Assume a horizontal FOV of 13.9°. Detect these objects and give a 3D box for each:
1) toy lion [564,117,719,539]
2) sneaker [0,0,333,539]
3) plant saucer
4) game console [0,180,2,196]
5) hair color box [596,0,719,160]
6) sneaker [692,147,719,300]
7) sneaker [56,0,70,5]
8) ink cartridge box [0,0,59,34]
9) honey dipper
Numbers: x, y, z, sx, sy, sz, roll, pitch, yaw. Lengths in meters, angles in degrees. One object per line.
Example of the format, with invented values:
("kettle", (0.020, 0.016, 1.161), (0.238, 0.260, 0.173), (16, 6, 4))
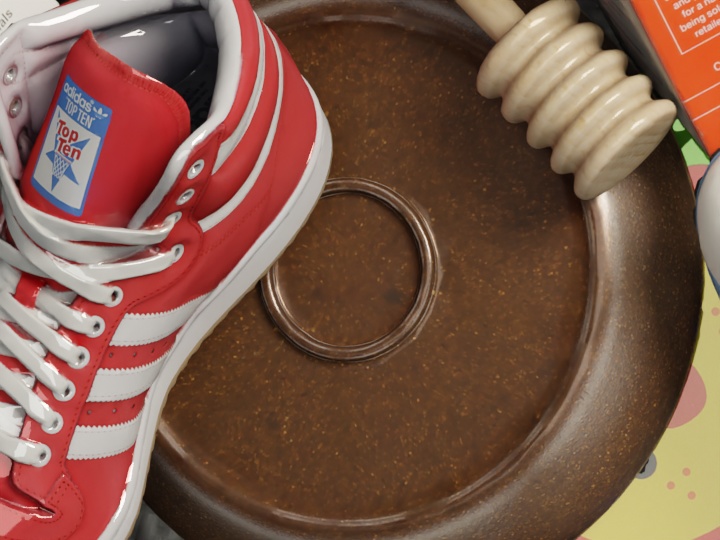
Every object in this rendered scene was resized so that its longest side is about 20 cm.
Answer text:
("toy lion", (0.116, 0.016, 0.880), (0.191, 0.069, 0.201), (21, 93, 8))
("sneaker", (-0.081, 0.009, 0.785), (0.071, 0.113, 0.200), (26, 75, 19))
("plant saucer", (0.000, 0.000, 0.868), (0.199, 0.034, 0.201), (-1, 87, 14))
("game console", (-0.188, 0.051, 0.857), (0.199, 0.116, 0.177), (-13, 92, 2))
("hair color box", (0.068, -0.140, 0.815), (0.061, 0.102, 0.200), (-30, 116, 3))
("sneaker", (0.162, 0.044, 0.799), (0.072, 0.072, 0.200), (-35, 91, 2))
("sneaker", (-0.084, -0.133, 0.812), (0.075, 0.106, 0.200), (55, 134, 16))
("ink cartridge box", (-0.203, -0.104, 0.792), (0.200, 0.145, 0.084), (49, 57, -26))
("honey dipper", (0.009, -0.102, 0.836), (0.038, 0.038, 0.200), (-44, 77, 3))
